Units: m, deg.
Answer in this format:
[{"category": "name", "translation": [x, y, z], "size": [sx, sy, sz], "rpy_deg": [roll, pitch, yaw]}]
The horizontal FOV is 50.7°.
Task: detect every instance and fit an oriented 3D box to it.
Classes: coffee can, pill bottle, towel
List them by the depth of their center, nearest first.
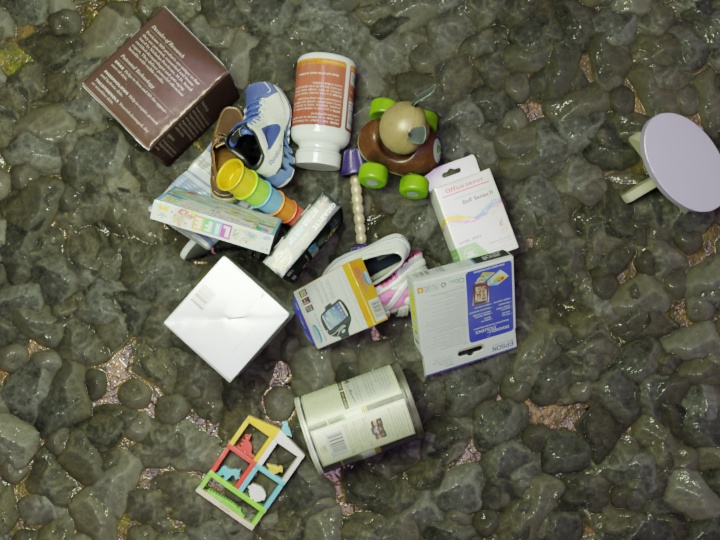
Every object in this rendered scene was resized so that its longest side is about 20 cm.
[{"category": "coffee can", "translation": [-0.002, 0.265, 1.369], "size": [0.200, 0.146, 0.147], "rpy_deg": [-19, 89, -3]}, {"category": "towel", "translation": [-0.271, -0.144, 1.389], "size": [0.147, 0.024, 0.200], "rpy_deg": [33, 68, 13]}, {"category": "pill bottle", "translation": [-0.071, -0.290, 1.405], "size": [0.112, 0.112, 0.200], "rpy_deg": [6, 87, -3]}]

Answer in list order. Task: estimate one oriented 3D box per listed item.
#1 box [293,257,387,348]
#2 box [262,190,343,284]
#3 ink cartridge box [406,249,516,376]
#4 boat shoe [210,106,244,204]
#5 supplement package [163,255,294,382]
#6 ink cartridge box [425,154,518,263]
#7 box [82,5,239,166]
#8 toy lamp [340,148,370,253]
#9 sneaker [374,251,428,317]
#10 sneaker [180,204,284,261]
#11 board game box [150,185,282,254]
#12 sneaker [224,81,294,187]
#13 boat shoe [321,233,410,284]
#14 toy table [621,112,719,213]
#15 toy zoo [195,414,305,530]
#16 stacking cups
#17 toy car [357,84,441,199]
[{"category": "box", "translation": [-0.045, 0.065, 1.376], "size": [0.041, 0.200, 0.119], "rpy_deg": [-20, 86, -41]}, {"category": "box", "translation": [-0.097, -0.054, 1.350], "size": [0.046, 0.200, 0.159], "rpy_deg": [39, 86, 2]}, {"category": "ink cartridge box", "translation": [0.191, 0.078, 1.408], "size": [0.197, 0.047, 0.200], "rpy_deg": [-15, 119, -14]}, {"category": "boat shoe", "translation": [-0.236, -0.219, 1.379], "size": [0.072, 0.068, 0.200], "rpy_deg": [2, 64, -4]}, {"category": "supplement package", "translation": [-0.223, 0.083, 1.337], "size": [0.151, 0.200, 0.152], "rpy_deg": [42, 87, 0]}, {"category": "ink cartridge box", "translation": [0.205, -0.115, 1.434], "size": [0.117, 0.067, 0.200], "rpy_deg": [-21, 89, -3]}, {"category": "box", "translation": [-0.350, -0.322, 1.364], "size": [0.164, 0.166, 0.200], "rpy_deg": [45, 86, 0]}, {"category": "toy lamp", "translation": [-0.006, -0.128, 1.431], "size": [0.058, 0.058, 0.200], "rpy_deg": [-3, 90, -3]}, {"category": "sneaker", "translation": [0.058, 0.056, 1.413], "size": [0.200, 0.081, 0.088], "rpy_deg": [-39, 96, 2]}, {"category": "sneaker", "translation": [-0.229, -0.049, 1.406], "size": [0.200, 0.071, 0.099], "rpy_deg": [-31, 85, -8]}, {"category": "board game box", "translation": [-0.239, -0.088, 1.287], "size": [0.200, 0.134, 0.034], "rpy_deg": [17, 105, -4]}, {"category": "sneaker", "translation": [-0.183, -0.254, 1.349], "size": [0.080, 0.115, 0.200], "rpy_deg": [-21, 70, 30]}, {"category": "boat shoe", "translation": [0.000, 0.000, 1.381], "size": [0.200, 0.065, 0.074], "rpy_deg": [-34, 108, 27]}, {"category": "toy table", "translation": [0.589, -0.195, 1.434], "size": [0.184, 0.117, 0.200], "rpy_deg": [-25, 90, -4]}, {"category": "toy zoo", "translation": [-0.196, 0.363, 1.417], "size": [0.131, 0.020, 0.200], "rpy_deg": [35, 86, -1]}, {"category": "stacking cups", "translation": [-0.171, -0.130, 1.356], "size": [0.060, 0.200, 0.061], "rpy_deg": [-12, 65, 28]}, {"category": "toy car", "translation": [0.092, -0.244, 1.345], "size": [0.158, 0.200, 0.165], "rpy_deg": [13, 73, -14]}]
